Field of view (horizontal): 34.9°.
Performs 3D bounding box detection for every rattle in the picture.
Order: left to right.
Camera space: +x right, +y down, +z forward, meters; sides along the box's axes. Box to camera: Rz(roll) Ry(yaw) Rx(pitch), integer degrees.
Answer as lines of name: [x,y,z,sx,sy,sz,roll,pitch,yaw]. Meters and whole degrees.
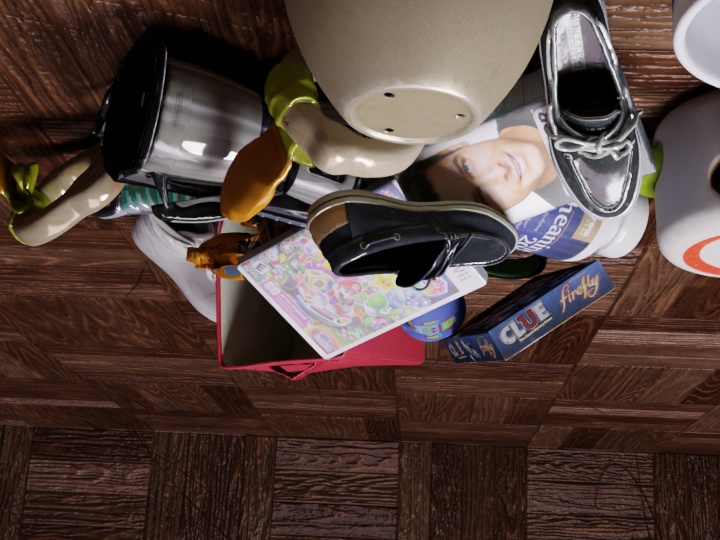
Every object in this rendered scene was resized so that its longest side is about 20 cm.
rattle: [-0.285,-0.114,1.099,0.199,0.144,0.130,-13,-162,45]
rattle: [0.003,-0.103,0.911,0.130,0.144,0.199,35,-143,26]

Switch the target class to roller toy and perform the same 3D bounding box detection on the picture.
roller toy: [0.356,-0.070,1.021,0.181,0.142,0.200,11,161,-26]

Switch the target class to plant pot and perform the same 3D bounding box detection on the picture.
plant pot: [0.038,-0.165,0.775,0.197,0.136,0.201,2,163,1]

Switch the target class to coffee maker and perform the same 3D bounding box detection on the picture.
coffee maker: [-0.113,-0.121,1.000,0.198,0.136,0.192,13,-160,-27]

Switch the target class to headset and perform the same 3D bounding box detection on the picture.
headset: [0.114,-0.034,1.261,0.199,0.095,0.123,28,155,-19]

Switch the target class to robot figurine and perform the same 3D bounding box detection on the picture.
robot figurine: [-0.105,-0.049,1.174,0.058,0.147,0.199,5,175,-39]

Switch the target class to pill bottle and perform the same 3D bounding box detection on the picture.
pill bottle: [0.176,-0.071,1.098,0.198,0.112,0.111,12,161,-29]

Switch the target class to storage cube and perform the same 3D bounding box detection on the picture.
storage cube: [-0.044,0.023,1.291,0.169,0.203,0.179,-8,170,31]

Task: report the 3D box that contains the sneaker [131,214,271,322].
sneaker: [-0.175,-0.009,1.317,0.199,0.074,0.116,38,156,-6]

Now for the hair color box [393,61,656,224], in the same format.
hair color box: [0.131,-0.099,0.947,0.198,0.061,0.100,-20,120,19]

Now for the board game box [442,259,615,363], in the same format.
board game box: [0.169,0.046,1.197,0.135,0.035,0.200,-32,180,-11]

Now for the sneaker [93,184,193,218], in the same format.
sneaker: [-0.194,-0.094,1.197,0.198,0.075,0.087,-1,-177,35]

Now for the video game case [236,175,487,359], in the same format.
video game case: [0.000,0.000,1.085,0.199,0.018,0.143,-27,120,29]

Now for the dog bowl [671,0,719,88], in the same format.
dog bowl: [0.303,-0.190,0.743,0.197,0.080,0.200,2,164,1]

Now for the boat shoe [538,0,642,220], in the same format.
boat shoe: [0.174,-0.114,0.855,0.073,0.068,0.201,-7,123,10]

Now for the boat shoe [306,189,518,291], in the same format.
boat shoe: [0.047,-0.018,0.902,0.198,0.063,0.075,5,147,-38]

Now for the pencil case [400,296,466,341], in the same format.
pencil case: [0.059,-0.006,1.177,0.078,0.087,0.201,-31,147,-7]
